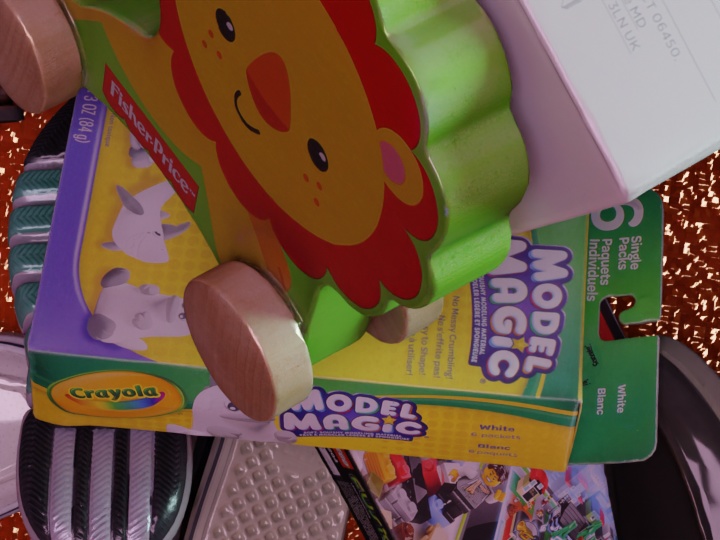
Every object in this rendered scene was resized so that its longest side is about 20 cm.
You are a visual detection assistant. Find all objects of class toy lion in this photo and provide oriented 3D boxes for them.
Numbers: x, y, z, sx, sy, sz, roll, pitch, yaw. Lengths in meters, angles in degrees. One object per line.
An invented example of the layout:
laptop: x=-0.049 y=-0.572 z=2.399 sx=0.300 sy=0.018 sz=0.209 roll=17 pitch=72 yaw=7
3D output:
toy lion: x=-0.031 y=-0.065 z=0.696 sx=0.069 sy=0.192 sz=0.200 roll=-28 pitch=66 yaw=-24

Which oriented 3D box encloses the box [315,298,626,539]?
box: x=0.074 y=0.111 z=0.881 sx=0.110 sy=0.035 sz=0.200 roll=-31 pitch=100 yaw=-18

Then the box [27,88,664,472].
box: x=0.000 y=0.000 z=0.822 sx=0.199 sy=0.048 sz=0.118 roll=6 pitch=55 yaw=-1

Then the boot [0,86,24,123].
boot: x=-0.198 y=-0.153 z=0.893 sx=0.186 sy=0.064 sz=0.201 roll=8 pitch=93 yaw=6

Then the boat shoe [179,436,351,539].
boat shoe: x=-0.018 y=0.038 z=0.898 sx=0.074 sy=0.062 sz=0.200 roll=21 pitch=83 yaw=-15

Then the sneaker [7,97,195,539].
sneaker: x=-0.087 y=0.028 z=0.879 sx=0.074 sy=0.088 sz=0.200 roll=4 pitch=55 yaw=0

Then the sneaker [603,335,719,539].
sneaker: x=0.090 y=0.128 z=0.828 sx=0.106 sy=0.075 sz=0.201 roll=-15 pitch=91 yaw=-17

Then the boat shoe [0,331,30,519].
boat shoe: x=-0.192 y=0.066 z=0.904 sx=0.201 sy=0.086 sz=0.075 roll=-6 pitch=96 yaw=6

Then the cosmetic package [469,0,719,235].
cosmetic package: x=0.088 y=-0.104 z=0.727 sx=0.200 sy=0.199 sz=0.123 roll=-31 pitch=95 yaw=-17

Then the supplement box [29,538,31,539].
supplement box: x=-0.066 y=0.188 z=0.888 sx=0.200 sy=0.126 sz=0.074 roll=40 pitch=100 yaw=-1
